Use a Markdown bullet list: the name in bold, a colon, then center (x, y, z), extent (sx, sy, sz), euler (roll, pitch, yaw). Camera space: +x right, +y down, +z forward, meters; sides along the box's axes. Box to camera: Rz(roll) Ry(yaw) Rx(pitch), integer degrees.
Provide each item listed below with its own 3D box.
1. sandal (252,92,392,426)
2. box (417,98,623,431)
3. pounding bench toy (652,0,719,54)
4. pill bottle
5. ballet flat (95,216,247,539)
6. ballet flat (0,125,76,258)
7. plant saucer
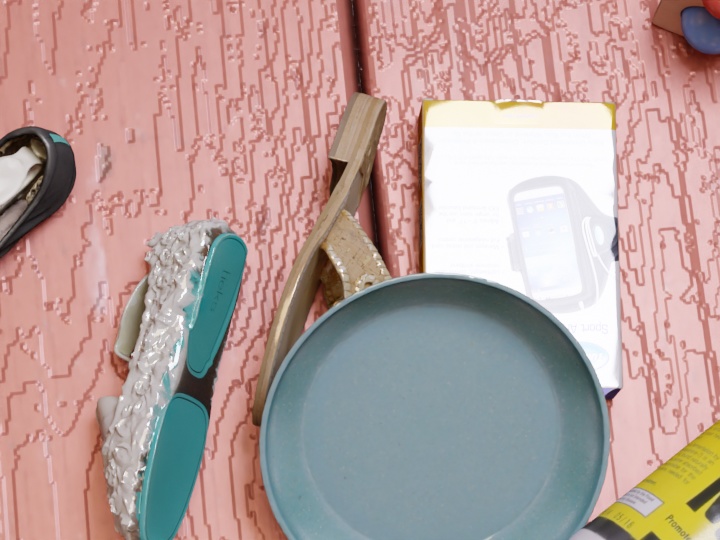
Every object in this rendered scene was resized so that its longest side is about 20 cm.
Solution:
- **sandal**: center (0.000, -0.002, 1.403), extent (0.069, 0.078, 0.212), euler (15, 70, 6)
- **box**: center (0.094, -0.002, 1.430), extent (0.119, 0.041, 0.201), euler (1, 78, -3)
- **pounding bench toy**: center (0.298, -0.186, 1.445), extent (0.199, 0.124, 0.156), euler (21, 75, 2)
- **pill bottle**: center (0.224, 0.141, 1.362), extent (0.200, 0.114, 0.114), euler (-37, 81, -12)
- **ballet flat**: center (-0.117, 0.065, 1.393), extent (0.071, 0.072, 0.201), euler (15, 73, 0)
- **ballet flat**: center (-0.248, -0.016, 1.395), extent (0.068, 0.068, 0.200), euler (42, 77, 7)
- **plant saucer**: center (0.041, 0.095, 1.371), extent (0.199, 0.036, 0.201), euler (-1, 104, -4)
